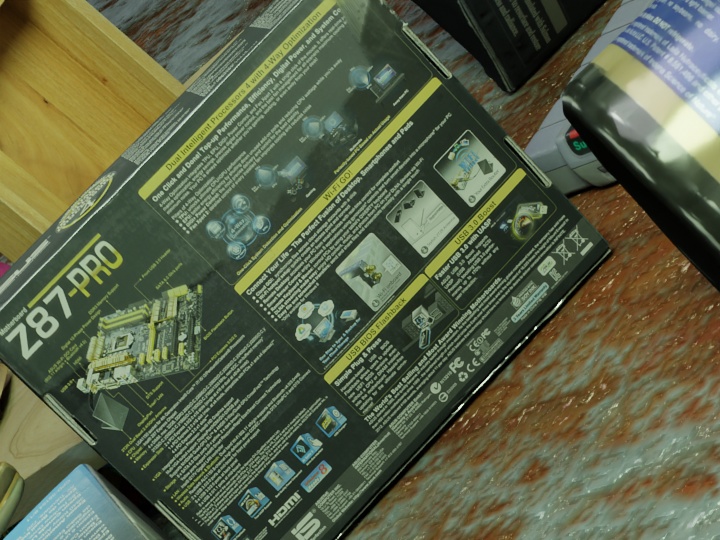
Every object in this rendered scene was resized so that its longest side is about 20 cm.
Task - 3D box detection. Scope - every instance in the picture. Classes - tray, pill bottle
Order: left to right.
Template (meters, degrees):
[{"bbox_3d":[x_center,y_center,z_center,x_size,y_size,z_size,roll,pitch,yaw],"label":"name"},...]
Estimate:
[{"bbox_3d":[-0.091,-0.026,0.958,0.037,0.200,0.099,-26,29,50],"label":"tray"},{"bbox_3d":[0.171,-0.083,0.756,0.200,0.112,0.112,-43,18,2],"label":"pill bottle"}]

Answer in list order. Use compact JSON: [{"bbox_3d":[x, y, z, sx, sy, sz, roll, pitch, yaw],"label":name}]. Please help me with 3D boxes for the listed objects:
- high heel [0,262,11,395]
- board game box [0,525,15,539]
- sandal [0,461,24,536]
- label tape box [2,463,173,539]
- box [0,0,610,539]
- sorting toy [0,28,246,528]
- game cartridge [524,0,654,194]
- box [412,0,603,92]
[{"bbox_3d":[-0.225,0.026,1.179,0.067,0.096,0.200,-62,14,18],"label":"high heel"},{"bbox_3d":[-0.206,0.176,1.156,0.105,0.023,0.200,-45,18,0],"label":"board game box"},{"bbox_3d":[-0.159,0.164,0.837,0.080,0.054,0.200,-26,41,54],"label":"sandal"},{"bbox_3d":[-0.117,0.167,0.908,0.144,0.063,0.200,-46,20,-5],"label":"label tape box"},{"bbox_3d":[-0.026,0.005,0.913,0.200,0.161,0.049,-47,18,-5],"label":"box"},{"bbox_3d":[-0.093,0.021,1.089,0.200,0.069,0.199,-34,34,54],"label":"sorting toy"},{"bbox_3d":[0.157,-0.100,0.960,0.200,0.038,0.130,-20,26,53],"label":"game cartridge"},{"bbox_3d":[0.065,-0.235,1.161,0.200,0.197,0.117,-45,-27,-2],"label":"box"}]
